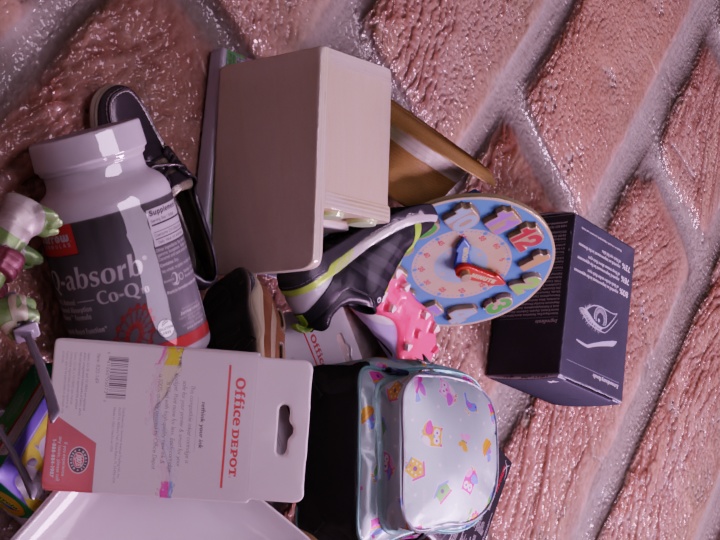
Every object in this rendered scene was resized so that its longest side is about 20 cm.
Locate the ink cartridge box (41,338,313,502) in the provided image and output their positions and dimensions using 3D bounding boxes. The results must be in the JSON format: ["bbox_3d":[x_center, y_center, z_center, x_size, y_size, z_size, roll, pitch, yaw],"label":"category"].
[{"bbox_3d":[-0.141,0.118,1.155,0.199,0.067,0.117,5,85,-6],"label":"ink cartridge box"}]

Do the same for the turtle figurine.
[{"bbox_3d":[-0.270,0.054,1.122,0.144,0.199,0.195,81,23,-53],"label":"turtle figurine"}]

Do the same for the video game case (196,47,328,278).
[{"bbox_3d":[-0.086,-0.095,1.451,0.182,0.022,0.201,17,73,-48],"label":"video game case"}]

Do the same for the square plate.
[{"bbox_3d":[-0.167,0.235,1.188,0.200,0.028,0.198,40,58,-3],"label":"square plate"}]

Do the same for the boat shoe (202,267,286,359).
[{"bbox_3d":[-0.092,0.089,1.276,0.074,0.075,0.201,39,36,-38],"label":"boat shoe"}]

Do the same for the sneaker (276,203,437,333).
[{"bbox_3d":[0.000,0.000,1.420,0.199,0.072,0.083,-29,105,-34],"label":"sneaker"}]

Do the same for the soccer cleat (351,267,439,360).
[{"bbox_3d":[0.027,0.045,1.541,0.067,0.076,0.200,-53,147,-17],"label":"soccer cleat"}]

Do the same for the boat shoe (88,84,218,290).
[{"bbox_3d":[-0.176,-0.072,1.308,0.072,0.065,0.201,-33,111,-45],"label":"boat shoe"}]

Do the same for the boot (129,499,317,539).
[{"bbox_3d":[-0.107,0.264,1.266,0.144,0.071,0.202,-41,97,-33],"label":"boot"}]

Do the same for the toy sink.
[{"bbox_3d":[-0.051,-0.091,1.376,0.112,0.130,0.201,10,78,-49],"label":"toy sink"}]

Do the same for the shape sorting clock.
[{"bbox_3d":[0.105,-0.006,1.546,0.200,0.199,0.039,40,26,-40],"label":"shape sorting clock"}]

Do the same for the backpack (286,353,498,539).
[{"bbox_3d":[0.046,0.168,1.383,0.200,0.153,0.177,6,80,-54],"label":"backpack"}]

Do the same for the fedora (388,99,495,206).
[{"bbox_3d":[0.048,-0.117,1.536,0.200,0.201,0.082,27,101,-45],"label":"fedora"}]

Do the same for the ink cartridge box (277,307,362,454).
[{"bbox_3d":[-0.082,0.116,1.398,0.200,0.068,0.117,-38,115,-45],"label":"ink cartridge box"}]

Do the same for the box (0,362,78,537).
[{"bbox_3d":[-0.225,0.183,1.239,0.200,0.048,0.118,52,51,-35],"label":"box"}]

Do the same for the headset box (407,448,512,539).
[{"bbox_3d":[0.063,0.209,1.556,0.200,0.075,0.149,49,52,-36],"label":"headset box"}]

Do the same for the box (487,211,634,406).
[{"bbox_3d":[0.241,0.049,1.764,0.148,0.104,0.201,26,67,-46],"label":"box"}]

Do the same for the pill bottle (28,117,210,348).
[{"bbox_3d":[-0.203,-0.018,1.231,0.116,0.115,0.201,-26,105,-48],"label":"pill bottle"}]
